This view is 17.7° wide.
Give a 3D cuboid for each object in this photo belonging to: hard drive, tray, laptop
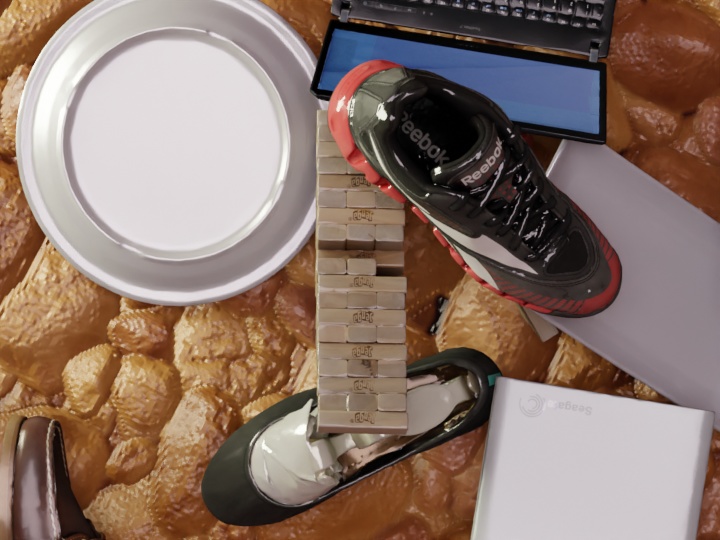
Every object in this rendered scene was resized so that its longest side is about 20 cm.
[{"bbox_3d":[0.130,0.172,1.370,0.131,0.026,0.201,9,87,3],"label":"hard drive"},{"bbox_3d":[0.172,0.008,1.387,0.199,0.022,0.108,32,83,-23],"label":"tray"},{"bbox_3d":[0.071,-0.176,1.390,0.176,0.103,0.201,9,82,1],"label":"laptop"}]

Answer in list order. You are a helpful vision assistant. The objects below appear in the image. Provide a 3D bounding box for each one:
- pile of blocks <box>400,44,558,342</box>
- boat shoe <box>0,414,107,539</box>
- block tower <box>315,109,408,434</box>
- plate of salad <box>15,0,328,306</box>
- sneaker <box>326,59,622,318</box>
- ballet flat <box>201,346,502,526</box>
[{"bbox_3d":[0.084,-0.058,1.401,0.062,0.082,0.201,-31,85,0],"label":"pile of blocks"},{"bbox_3d":[-0.180,0.187,1.402,0.070,0.070,0.201,-2,95,9],"label":"boat shoe"},{"bbox_3d":[0.000,0.000,1.362,0.054,0.058,0.201,0,73,-1],"label":"block tower"},{"bbox_3d":[-0.112,-0.079,1.427,0.199,0.048,0.201,0,96,1],"label":"plate of salad"},{"bbox_3d":[0.071,-0.042,1.283,0.200,0.098,0.071,40,81,-11],"label":"sneaker"},{"bbox_3d":[-0.008,0.097,1.401,0.199,0.068,0.068,-26,88,1],"label":"ballet flat"}]
